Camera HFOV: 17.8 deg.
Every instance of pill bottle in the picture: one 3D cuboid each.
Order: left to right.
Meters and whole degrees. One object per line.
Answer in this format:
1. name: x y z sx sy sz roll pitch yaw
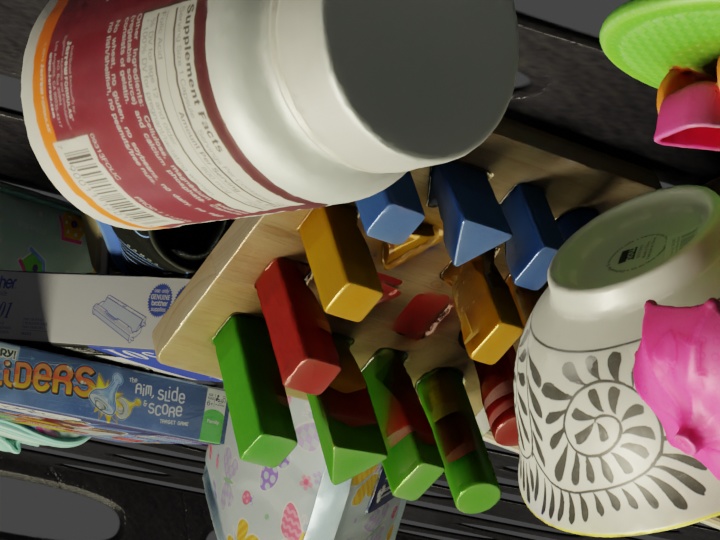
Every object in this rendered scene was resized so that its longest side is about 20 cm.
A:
1. pill bottle: -0.038 -0.080 0.903 0.114 0.115 0.199 17 165 -37

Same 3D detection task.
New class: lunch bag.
1. lunch bag: -0.236 0.028 1.459 0.199 0.162 0.077 20 165 -40
2. lunch bag: -0.024 0.107 1.488 0.126 0.171 0.200 12 -165 -12

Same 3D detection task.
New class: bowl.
1. bowl: 0.144 0.024 1.056 0.200 0.201 0.095 -4 123 48

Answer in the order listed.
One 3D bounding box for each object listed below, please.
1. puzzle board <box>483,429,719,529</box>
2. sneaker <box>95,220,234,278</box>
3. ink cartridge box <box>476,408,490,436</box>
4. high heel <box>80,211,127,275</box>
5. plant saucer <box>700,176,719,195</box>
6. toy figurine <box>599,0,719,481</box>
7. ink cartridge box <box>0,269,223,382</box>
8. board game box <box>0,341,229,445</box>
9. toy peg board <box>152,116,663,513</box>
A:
1. puzzle board: 0.171 0.080 1.360 0.199 0.151 0.018 20 133 24
2. sneaker: -0.097 -0.020 1.267 0.078 0.070 0.200 35 173 23
3. ink cartridge box: 0.000 0.000 1.294 0.145 0.048 0.200 34 163 40
4. high heel: -0.097 -0.029 1.389 0.141 0.072 0.200 -11 159 -9
5. plant saucer: 0.247 -0.018 1.184 0.199 0.037 0.200 9 169 2
6. toy figurine: 0.185 0.001 0.947 0.198 0.186 0.150 12 168 -19
7. ink cartridge box: -0.127 0.032 1.307 0.199 0.045 0.094 2 167 41
8. board game box: -0.194 0.069 1.346 0.199 0.035 0.135 15 169 -33
9. toy peg board: 0.034 0.026 1.151 0.199 0.098 0.199 16 129 -33
